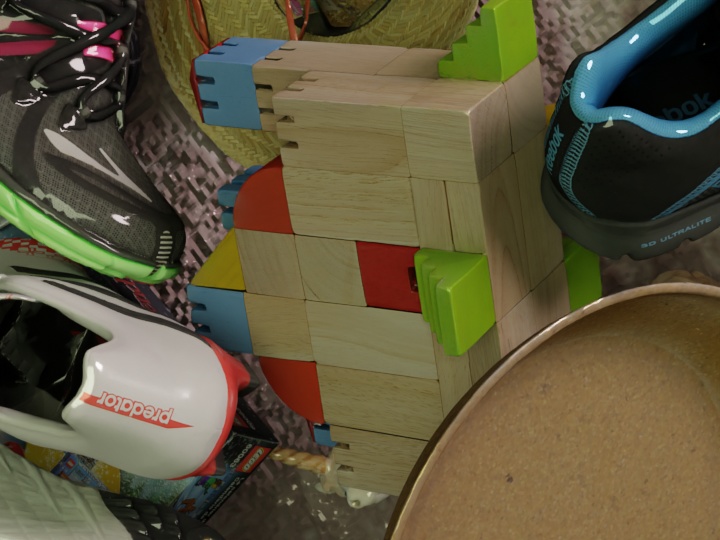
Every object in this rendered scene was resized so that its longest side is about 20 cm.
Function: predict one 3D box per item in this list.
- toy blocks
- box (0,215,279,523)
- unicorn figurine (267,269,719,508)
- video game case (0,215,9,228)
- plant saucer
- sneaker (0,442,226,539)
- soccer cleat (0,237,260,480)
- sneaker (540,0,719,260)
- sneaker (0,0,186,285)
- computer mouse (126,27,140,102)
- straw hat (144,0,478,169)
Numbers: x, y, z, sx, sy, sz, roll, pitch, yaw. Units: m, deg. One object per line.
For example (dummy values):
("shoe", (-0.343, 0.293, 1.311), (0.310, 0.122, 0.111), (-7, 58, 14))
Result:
("toy blocks", (0.000, 0.000, 0.804), (0.137, 0.100, 0.200), (7, 119, 32))
("box", (-0.143, 0.046, 0.917), (0.137, 0.038, 0.200), (-47, 65, 11))
("unicorn figurine", (0.069, 0.070, 0.873), (0.200, 0.137, 0.074), (-31, 124, -8))
("video game case", (-0.206, -0.091, 0.933), (0.182, 0.023, 0.200), (-29, 72, 17))
("plant saucer", (0.076, 0.095, 0.767), (0.035, 0.200, 0.201), (26, 101, 51))
("sneaker", (-0.106, 0.114, 0.817), (0.200, 0.072, 0.073), (30, 132, 5))
("soccer cleat", (-0.122, 0.025, 0.822), (0.200, 0.085, 0.069), (21, 91, 46))
("sneaker", (0.149, -0.074, 0.733), (0.200, 0.082, 0.073), (-32, 66, -7))
("sneaker", (-0.118, -0.083, 0.841), (0.084, 0.077, 0.200), (-37, 71, 19))
("computer mouse", (-0.100, -0.133, 0.897), (0.059, 0.034, 0.200), (37, 122, 36))
("straw hat", (0.005, -0.136, 0.873), (0.201, 0.085, 0.201), (8, 101, 46))
